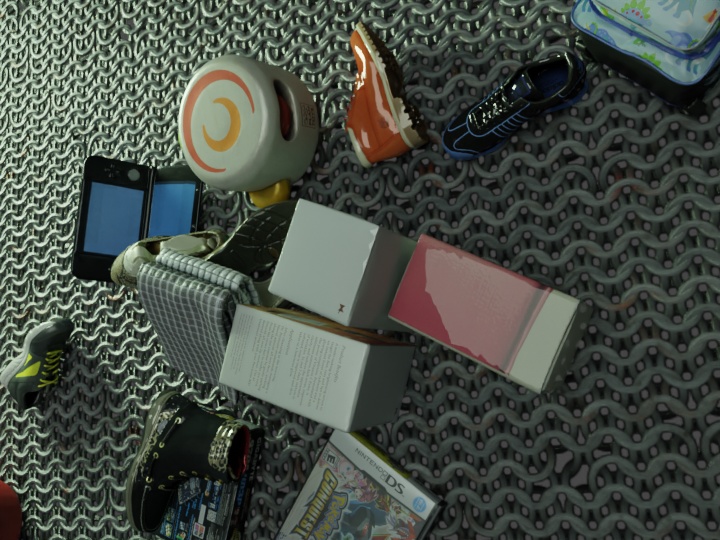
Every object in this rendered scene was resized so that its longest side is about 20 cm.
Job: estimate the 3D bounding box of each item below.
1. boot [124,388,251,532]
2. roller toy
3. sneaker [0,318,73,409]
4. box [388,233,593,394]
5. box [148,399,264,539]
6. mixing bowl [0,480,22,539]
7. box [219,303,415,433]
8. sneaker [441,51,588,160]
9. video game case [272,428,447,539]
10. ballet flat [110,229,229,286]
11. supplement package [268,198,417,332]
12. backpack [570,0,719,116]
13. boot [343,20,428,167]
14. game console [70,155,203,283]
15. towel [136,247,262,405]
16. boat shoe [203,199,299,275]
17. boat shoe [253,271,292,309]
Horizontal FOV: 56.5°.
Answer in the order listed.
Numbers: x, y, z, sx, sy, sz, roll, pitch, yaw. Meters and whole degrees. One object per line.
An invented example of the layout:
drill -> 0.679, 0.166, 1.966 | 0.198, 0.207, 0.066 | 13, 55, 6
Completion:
boot -> -0.242, 0.286, 0.939 | 0.152, 0.073, 0.207 | 12, 88, 26
roller toy -> -0.156, -0.206, 0.970 | 0.200, 0.139, 0.184 | 43, 113, 22
sneaker -> -0.550, 0.163, 1.172 | 0.200, 0.074, 0.085 | -46, 72, 24
box -> 0.154, 0.050, 0.787 | 0.198, 0.127, 0.110 | 25, 94, 26
box -> -0.236, 0.313, 0.999 | 0.157, 0.046, 0.203 | 11, 89, 28
mixing bowl -> -0.668, 0.441, 1.169 | 0.197, 0.108, 0.204 | -3, 83, 26
box -> -0.053, 0.121, 0.870 | 0.197, 0.152, 0.108 | 14, 90, 27
sneaker -> 0.182, -0.207, 0.832 | 0.198, 0.078, 0.071 | -28, 72, 21
video game case -> -0.007, 0.337, 0.891 | 0.180, 0.025, 0.202 | 32, 99, 26
ballet flat -> -0.297, -0.027, 1.019 | 0.197, 0.075, 0.069 | -14, 79, 0
supplement package -> 0.000, 0.000, 0.831 | 0.116, 0.199, 0.119 | 21, 93, 26
backpack -> 0.350, -0.310, 0.722 | 0.183, 0.147, 0.201 | 39, 99, 23
boot -> 0.010, -0.244, 0.931 | 0.106, 0.075, 0.203 | -26, 74, 27
game console -> -0.357, -0.079, 1.071 | 0.118, 0.169, 0.204 | -4, 80, 59
towel -> -0.218, 0.082, 0.944 | 0.164, 0.086, 0.202 | 14, 130, 27
boat shoe -> -0.155, -0.039, 0.980 | 0.199, 0.074, 0.076 | -32, 101, 12
boat shoe -> -0.117, 0.031, 0.976 | 0.199, 0.057, 0.068 | -32, 69, 26
